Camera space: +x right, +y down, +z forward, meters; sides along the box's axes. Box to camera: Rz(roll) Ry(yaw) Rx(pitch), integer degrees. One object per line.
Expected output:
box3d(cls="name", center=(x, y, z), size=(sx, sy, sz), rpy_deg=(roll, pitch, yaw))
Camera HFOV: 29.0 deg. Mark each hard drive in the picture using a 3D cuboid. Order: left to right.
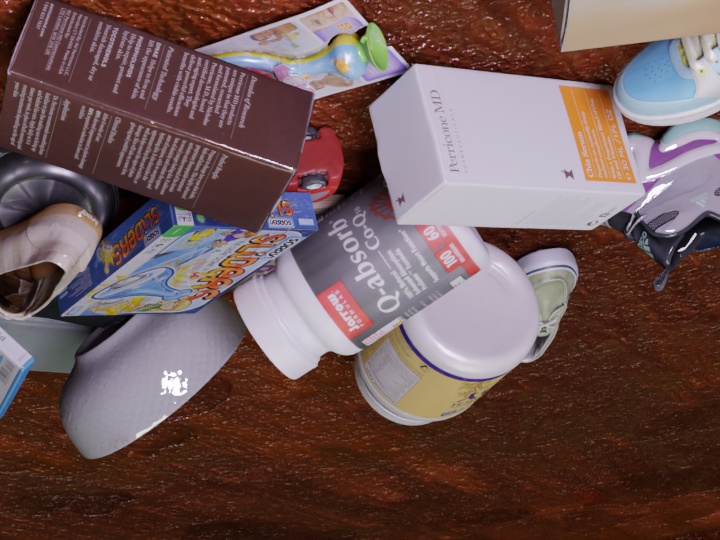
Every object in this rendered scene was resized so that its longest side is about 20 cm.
box3d(cls="hard drive", center=(-0.317, 0.068, 1.436), size=(0.199, 0.033, 0.140), rpy_deg=(7, 153, -30))

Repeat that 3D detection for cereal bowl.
box3d(cls="cereal bowl", center=(-0.210, 0.083, 1.323), size=(0.200, 0.200, 0.083), rpy_deg=(-27, 108, 39))

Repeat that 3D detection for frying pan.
box3d(cls="frying pan", center=(-0.269, -0.029, 1.152), size=(0.115, 0.031, 0.190), rpy_deg=(14, 130, -19))

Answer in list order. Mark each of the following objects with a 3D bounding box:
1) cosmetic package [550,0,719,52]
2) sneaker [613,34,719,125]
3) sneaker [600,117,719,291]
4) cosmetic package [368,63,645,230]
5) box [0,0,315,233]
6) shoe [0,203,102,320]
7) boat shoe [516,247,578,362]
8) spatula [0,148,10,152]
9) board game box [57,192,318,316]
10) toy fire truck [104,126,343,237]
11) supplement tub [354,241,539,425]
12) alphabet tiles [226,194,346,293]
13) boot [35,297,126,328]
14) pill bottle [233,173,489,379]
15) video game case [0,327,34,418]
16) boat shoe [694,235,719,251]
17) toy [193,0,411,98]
box3d(cls="cosmetic package", center=(0.214, -0.205, 0.856), size=(0.199, 0.106, 0.071), rpy_deg=(-6, 158, 1))
box3d(cls="sneaker", center=(0.256, -0.178, 0.967), size=(0.199, 0.080, 0.130), rpy_deg=(-26, 154, 17))
box3d(cls="sneaker", center=(0.228, -0.045, 1.188), size=(0.199, 0.140, 0.078), rpy_deg=(-14, 157, 14))
box3d(cls="cosmetic package", center=(0.114, -0.092, 1.072), size=(0.199, 0.102, 0.071), rpy_deg=(0, 157, -33))
box3d(cls="box", center=(-0.142, -0.105, 0.957), size=(0.199, 0.075, 0.100), rpy_deg=(20, 151, -11))
box3d(cls="shoe", center=(-0.282, 0.003, 1.126), size=(0.070, 0.054, 0.200), rpy_deg=(31, 143, -30))
box3d(cls="boat shoe", center=(0.193, 0.038, 1.477), size=(0.072, 0.062, 0.200), rpy_deg=(-6, 156, -3))
box3d(cls="spatula", center=(-0.299, -0.090, 1.079), size=(0.199, 0.021, 0.057), rpy_deg=(-13, 144, 8))
box3d(cls="board game box", center=(-0.146, -0.012, 1.136), size=(0.135, 0.035, 0.200), rpy_deg=(-1, 159, -38))
box3d(cls="toy fire truck", center=(-0.116, -0.062, 1.156), size=(0.199, 0.049, 0.141), rpy_deg=(-10, 166, -9))
box3d(cls="supplement tub", center=(0.080, 0.068, 1.410), size=(0.145, 0.146, 0.200), rpy_deg=(1, 156, -18))
box3d(cls="alphabet tiles", center=(-0.056, -0.023, 1.293), size=(0.195, 0.015, 0.200), rpy_deg=(-4, 159, -33))
box3d(cls="boot", center=(-0.307, 0.022, 1.280), size=(0.162, 0.074, 0.198), rpy_deg=(12, 145, -32))
box3d(cls="pill bottle", center=(0.000, 0.000, 1.185), size=(0.200, 0.116, 0.116), rpy_deg=(-35, 152, 7))
box3d(cls="video game case", center=(-0.371, 0.039, 1.194), size=(0.200, 0.018, 0.143), rpy_deg=(43, 145, -1))
box3d(cls="boat shoe", center=(0.389, -0.054, 1.307), size=(0.084, 0.069, 0.200), rpy_deg=(14, 150, -41))
box3d(cls="toy", center=(-0.072, -0.129, 1.020), size=(0.199, 0.047, 0.115), rpy_deg=(-17, 155, 22))
